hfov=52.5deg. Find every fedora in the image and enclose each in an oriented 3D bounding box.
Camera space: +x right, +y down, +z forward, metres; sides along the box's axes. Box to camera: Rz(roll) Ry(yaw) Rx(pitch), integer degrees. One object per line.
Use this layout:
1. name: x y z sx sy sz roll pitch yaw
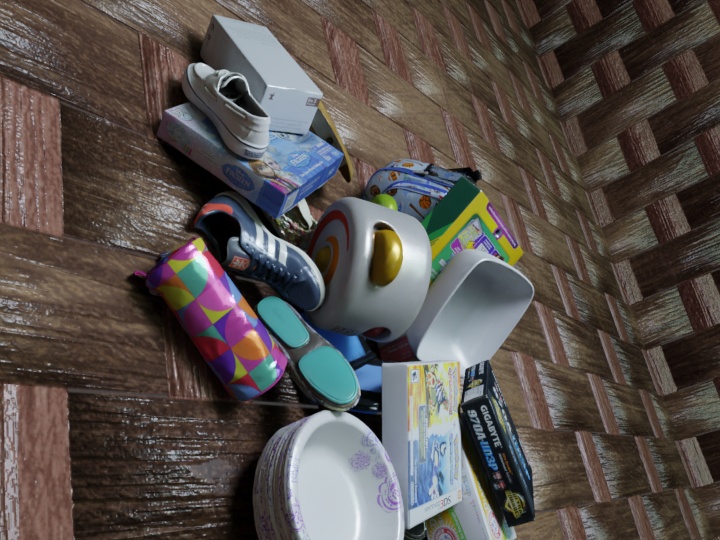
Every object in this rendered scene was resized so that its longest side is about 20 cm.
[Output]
1. fedora: -0.085 -0.214 1.159 0.204 0.081 0.201 60 -2 4

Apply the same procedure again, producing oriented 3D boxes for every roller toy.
1. roller toy: 0.000 0.000 1.010 0.137 0.185 0.201 15 25 -27

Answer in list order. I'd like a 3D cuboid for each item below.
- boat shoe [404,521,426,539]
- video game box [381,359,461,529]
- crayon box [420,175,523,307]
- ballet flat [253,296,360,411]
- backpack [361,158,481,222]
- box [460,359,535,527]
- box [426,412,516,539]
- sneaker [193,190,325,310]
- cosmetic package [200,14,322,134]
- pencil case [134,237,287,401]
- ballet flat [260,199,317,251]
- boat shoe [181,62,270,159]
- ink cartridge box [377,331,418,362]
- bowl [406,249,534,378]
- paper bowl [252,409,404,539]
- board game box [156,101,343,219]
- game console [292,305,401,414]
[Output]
1. boat shoe: 0.039 0.316 1.000 0.200 0.059 0.075 47 33 -27
2. video game box: 0.086 0.226 0.990 0.181 0.046 0.206 9 80 -63
3. crayon box: 0.162 -0.025 1.197 0.058 0.173 0.200 44 1 43
4. ballet flat: -0.067 0.115 0.920 0.200 0.073 0.071 44 18 33
5. backpack: 0.092 -0.097 1.275 0.153 0.187 0.205 -26 134 -58
6. box: 0.212 0.260 1.120 0.159 0.045 0.204 -44 112 -74
7. box: 0.148 0.330 1.116 0.112 0.100 0.205 12 58 -60
8. sneaker: -0.134 -0.013 0.939 0.199 0.075 0.084 41 31 4
9. cosmetic package: -0.148 -0.285 1.060 0.100 0.075 0.202 0 43 -39
10. pencil case: -0.169 0.057 0.850 0.202 0.087 0.089 55 31 -13
11. ballet flat: -0.124 -0.116 1.068 0.201 0.063 0.076 52 32 -20
12. boat shoe: -0.175 -0.228 0.958 0.071 0.067 0.201 0 41 -37
13. ink cartridge box: 0.070 0.063 1.236 0.115 0.067 0.205 12 58 -54
14. bowl: 0.169 0.063 1.170 0.198 0.202 0.075 26 14 -45
15. paper bowl: -0.045 0.275 0.847 0.199 0.103 0.205 32 44 -37
16. board game box: -0.145 -0.174 1.013 0.197 0.044 0.200 33 31 5
17. game console: -0.006 0.110 1.039 0.199 0.167 0.122 -16 107 -59
